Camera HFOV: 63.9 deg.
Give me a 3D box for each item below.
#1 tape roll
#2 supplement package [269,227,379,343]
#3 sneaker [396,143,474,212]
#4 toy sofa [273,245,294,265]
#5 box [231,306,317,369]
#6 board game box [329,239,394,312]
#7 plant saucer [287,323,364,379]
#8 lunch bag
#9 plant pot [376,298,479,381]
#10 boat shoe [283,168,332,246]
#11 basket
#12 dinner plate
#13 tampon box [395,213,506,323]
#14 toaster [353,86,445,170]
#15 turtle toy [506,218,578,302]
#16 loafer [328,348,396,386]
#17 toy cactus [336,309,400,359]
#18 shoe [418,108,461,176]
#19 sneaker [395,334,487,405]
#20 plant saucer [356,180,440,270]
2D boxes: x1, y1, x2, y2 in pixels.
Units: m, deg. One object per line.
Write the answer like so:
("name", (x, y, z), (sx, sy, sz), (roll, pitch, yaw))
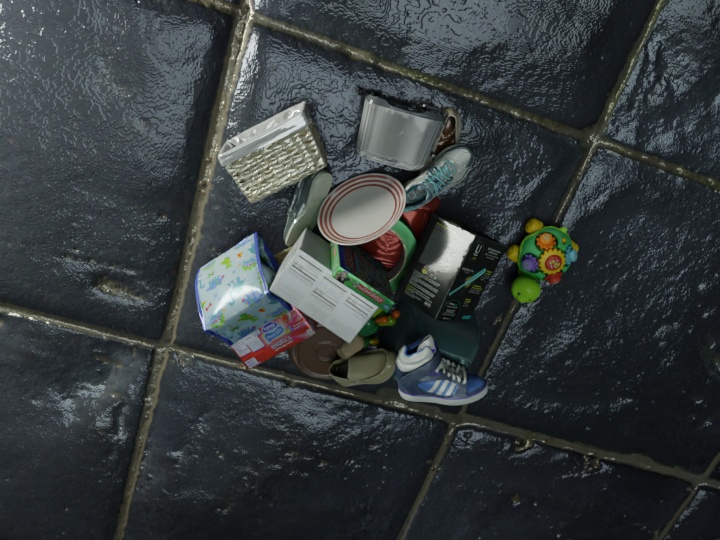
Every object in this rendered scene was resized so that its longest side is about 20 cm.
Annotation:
("tape roll", (0.029, -0.041, 1.307), (0.199, 0.048, 0.201), (-1, 113, -3))
("supplement package", (-0.070, 0.029, 1.211), (0.200, 0.156, 0.111), (35, 106, -11))
("sneaker", (0.158, -0.185, 1.218), (0.200, 0.086, 0.078), (-39, 101, 23))
("toy sofa", (-0.189, 0.004, 1.345), (0.199, 0.098, 0.083), (-25, 89, 8))
("box", (-0.206, 0.134, 1.374), (0.199, 0.096, 0.100), (-30, 110, 16))
("board game box", (0.000, 0.000, 1.188), (0.134, 0.200, 0.029), (34, 106, -17))
("plant saucer", (-0.087, 0.197, 1.452), (0.199, 0.035, 0.201), (-1, 114, -2))
("lunch bag", (-0.260, 0.033, 1.247), (0.170, 0.201, 0.127), (-30, 148, 7))
("plant pot", (0.171, 0.193, 1.374), (0.195, 0.200, 0.197), (20, 112, -12))
("boat shoe", (-0.129, -0.146, 1.296), (0.062, 0.073, 0.201), (43, 120, 26))
("basket", (-0.174, -0.244, 1.199), (0.199, 0.136, 0.124), (-26, 115, 8))
("dinner plate", (0.004, -0.128, 1.232), (0.199, 0.201, 0.024), (-23, 137, 7))
("tampon box", (0.201, -0.003, 1.285), (0.150, 0.126, 0.201), (11, 108, -50))
("toaster", (0.070, -0.292, 1.203), (0.199, 0.114, 0.130), (14, 115, -5))
("turtle toy", (0.422, -0.016, 1.349), (0.145, 0.101, 0.200), (27, 110, -14))
("loafer", (0.001, 0.233, 1.373), (0.200, 0.076, 0.068), (-26, 145, 37))
("toy cactus", (0.006, 0.136, 1.346), (0.102, 0.165, 0.200), (46, 150, 7))
("shoe", (0.173, -0.250, 1.259), (0.070, 0.053, 0.201), (10, 113, -7))
("sneaker", (0.173, 0.204, 1.225), (0.199, 0.081, 0.147), (-1, 118, 3))
("plant saucer", (0.068, -0.089, 1.334), (0.199, 0.037, 0.201), (12, 112, -7))
